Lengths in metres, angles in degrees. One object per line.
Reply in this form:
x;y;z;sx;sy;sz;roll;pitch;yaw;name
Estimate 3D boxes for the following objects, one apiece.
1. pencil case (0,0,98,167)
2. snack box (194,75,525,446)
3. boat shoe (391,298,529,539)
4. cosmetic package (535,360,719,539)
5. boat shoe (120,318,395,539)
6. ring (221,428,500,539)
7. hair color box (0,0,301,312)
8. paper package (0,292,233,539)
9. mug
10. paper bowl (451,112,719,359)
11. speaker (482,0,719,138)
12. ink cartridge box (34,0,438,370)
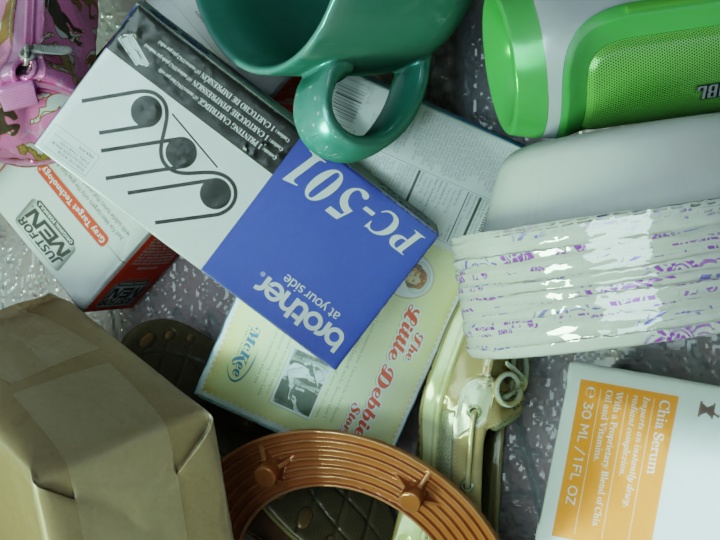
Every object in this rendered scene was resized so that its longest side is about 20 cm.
-0.183;-0.158;1.326;0.086;0.083;0.201;-27;51;36;pencil case
0.000;0.000;1.294;0.116;0.037;0.201;24;97;1;snack box
0.065;0.095;1.282;0.063;0.073;0.202;17;102;15;boat shoe
0.201;0.115;1.213;0.199;0.071;0.102;9;85;22;cosmetic package
-0.063;0.112;1.345;0.200;0.072;0.068;40;140;9;boat shoe
-0.009;0.178;1.288;0.199;0.019;0.201;9;119;17;ring
-0.116;-0.080;1.354;0.200;0.061;0.102;-46;74;18;hair color box
-0.152;0.138;1.283;0.200;0.103;0.191;30;134;56;paper package
-0.007;-0.164;1.230;0.152;0.114;0.186;33;118;48;mug
0.144;-0.019;1.169;0.200;0.200;0.105;-10;90;23;paper bowl
0.166;-0.118;1.175;0.199;0.088;0.089;-9;89;-7;speaker
-0.064;-0.046;1.244;0.200;0.044;0.094;37;98;-6;ink cartridge box
